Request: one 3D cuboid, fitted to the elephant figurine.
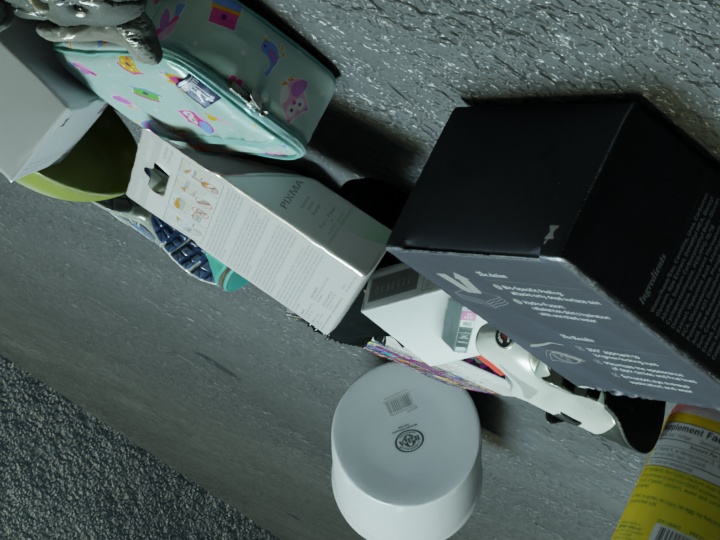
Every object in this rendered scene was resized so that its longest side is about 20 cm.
[{"bbox_3d":[-0.170,-0.188,1.289,0.199,0.155,0.142,27,147,43],"label":"elephant figurine"}]

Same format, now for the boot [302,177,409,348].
[{"bbox_3d":[0.000,-0.001,1.706,0.162,0.074,0.198,-9,147,42],"label":"boot"}]

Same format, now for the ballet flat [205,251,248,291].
[{"bbox_3d":[-0.108,-0.037,1.779,0.071,0.067,0.200,52,167,5],"label":"ballet flat"}]

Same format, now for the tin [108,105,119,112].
[{"bbox_3d":[-0.209,-0.169,1.661,0.199,0.042,0.112,28,162,3],"label":"tin"}]

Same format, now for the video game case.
[{"bbox_3d":[0.054,0.067,1.933,0.199,0.036,0.181,24,170,-26],"label":"video game case"}]

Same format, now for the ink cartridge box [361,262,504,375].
[{"bbox_3d":[0.129,0.038,1.590,0.199,0.044,0.173,-16,138,39],"label":"ink cartridge box"}]

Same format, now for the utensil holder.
[{"bbox_3d":[0.050,0.199,2.209,0.169,0.171,0.200,26,165,9],"label":"utensil holder"}]

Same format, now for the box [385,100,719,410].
[{"bbox_3d":[0.159,-0.010,1.346,0.200,0.118,0.196,35,165,-29],"label":"box"}]

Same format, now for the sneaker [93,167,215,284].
[{"bbox_3d":[-0.183,-0.057,1.972,0.199,0.077,0.085,37,176,-4],"label":"sneaker"}]

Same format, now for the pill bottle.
[{"bbox_3d":[0.274,0.172,1.601,0.114,0.201,0.114,26,166,7],"label":"pill bottle"}]

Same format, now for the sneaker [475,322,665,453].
[{"bbox_3d":[0.159,0.078,1.551,0.088,0.075,0.200,3,156,40],"label":"sneaker"}]

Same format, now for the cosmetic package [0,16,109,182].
[{"bbox_3d":[-0.291,-0.168,1.555,0.200,0.081,0.113,46,-164,3],"label":"cosmetic package"}]

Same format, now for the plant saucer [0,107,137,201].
[{"bbox_3d":[-0.267,-0.120,1.669,0.199,0.031,0.200,32,-156,-16],"label":"plant saucer"}]

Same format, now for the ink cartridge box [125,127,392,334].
[{"bbox_3d":[-0.080,-0.042,1.583,0.199,0.050,0.161,36,159,1],"label":"ink cartridge box"}]

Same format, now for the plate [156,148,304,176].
[{"bbox_3d":[-0.062,-0.047,1.822,0.199,0.032,0.200,16,162,42],"label":"plate"}]

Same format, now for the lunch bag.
[{"bbox_3d":[-0.118,-0.142,1.492,0.160,0.077,0.199,39,164,-34],"label":"lunch bag"}]
